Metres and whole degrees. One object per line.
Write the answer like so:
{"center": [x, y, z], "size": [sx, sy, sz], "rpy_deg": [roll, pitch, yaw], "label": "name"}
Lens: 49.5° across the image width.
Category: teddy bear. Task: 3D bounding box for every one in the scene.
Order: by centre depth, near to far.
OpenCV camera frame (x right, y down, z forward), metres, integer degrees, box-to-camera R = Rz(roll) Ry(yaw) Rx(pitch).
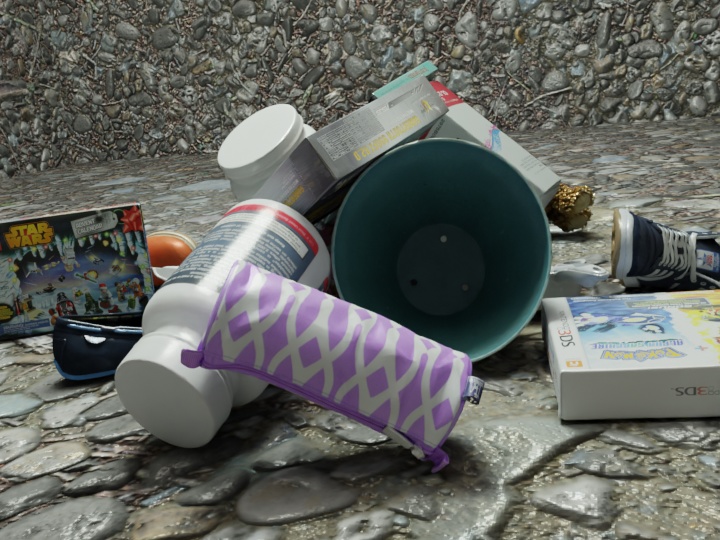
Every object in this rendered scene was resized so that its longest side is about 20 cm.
{"center": [0.251, -0.109, 1.161], "size": [0.196, 0.068, 0.145], "rpy_deg": [3, -22, 30], "label": "teddy bear"}

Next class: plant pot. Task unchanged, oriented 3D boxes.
{"center": [0.078, -0.010, 0.756], "size": [0.195, 0.205, 0.135], "rpy_deg": [-4, -7, 6], "label": "plant pot"}

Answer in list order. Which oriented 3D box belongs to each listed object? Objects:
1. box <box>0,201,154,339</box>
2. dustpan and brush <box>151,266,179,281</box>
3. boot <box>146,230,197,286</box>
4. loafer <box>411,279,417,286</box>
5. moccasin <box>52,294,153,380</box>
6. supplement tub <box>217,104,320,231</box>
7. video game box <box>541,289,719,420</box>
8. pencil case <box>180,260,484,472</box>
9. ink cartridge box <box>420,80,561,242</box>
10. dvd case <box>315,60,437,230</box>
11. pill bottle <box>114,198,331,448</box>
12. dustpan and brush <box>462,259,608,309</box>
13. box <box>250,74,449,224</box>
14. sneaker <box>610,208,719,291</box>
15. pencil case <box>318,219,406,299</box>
{"center": [-0.356, -0.001, 0.951], "size": [0.195, 0.140, 0.040], "rpy_deg": [-10, 12, -14], "label": "box"}
{"center": [-0.128, 0.031, 0.900], "size": [0.195, 0.059, 0.139], "rpy_deg": [-1, -9, 14], "label": "dustpan and brush"}
{"center": [-0.320, 0.002, 1.076], "size": [0.195, 0.077, 0.107], "rpy_deg": [-11, 16, 14], "label": "boot"}
{"center": [0.000, 0.000, 0.926], "size": [0.198, 0.069, 0.070], "rpy_deg": [15, 46, 39], "label": "loafer"}
{"center": [-0.212, 0.059, 0.801], "size": [0.197, 0.070, 0.080], "rpy_deg": [-13, 15, -32], "label": "moccasin"}
{"center": [-0.090, -0.106, 1.062], "size": [0.138, 0.201, 0.142], "rpy_deg": [-21, 39, 18], "label": "supplement tub"}
{"center": [0.255, 0.064, 0.648], "size": [0.195, 0.048, 0.183], "rpy_deg": [-4, 17, 9], "label": "video game box"}
{"center": [-0.018, 0.067, 0.547], "size": [0.196, 0.084, 0.087], "rpy_deg": [23, 60, 0], "label": "pencil case"}
{"center": [0.116, -0.105, 0.935], "size": [0.199, 0.147, 0.083], "rpy_deg": [40, 29, 13], "label": "ink cartridge box"}
{"center": [0.017, -0.153, 0.965], "size": [0.022, 0.201, 0.146], "rpy_deg": [38, 41, 8], "label": "dvd case"}
{"center": [-0.113, 0.041, 0.656], "size": [0.117, 0.122, 0.201], "rpy_deg": [1, 36, 26], "label": "pill bottle"}
{"center": [0.197, 0.008, 0.817], "size": [0.136, 0.059, 0.200], "rpy_deg": [-11, 15, -16], "label": "dustpan and brush"}
{"center": [-0.018, -0.104, 0.780], "size": [0.199, 0.049, 0.158], "rpy_deg": [-38, 0, -44], "label": "box"}
{"center": [0.317, -0.018, 0.801], "size": [0.106, 0.072, 0.199], "rpy_deg": [4, -6, 24], "label": "sneaker"}
{"center": [-0.040, -0.004, 0.830], "size": [0.198, 0.087, 0.083], "rpy_deg": [-36, -18, -19], "label": "pencil case"}
